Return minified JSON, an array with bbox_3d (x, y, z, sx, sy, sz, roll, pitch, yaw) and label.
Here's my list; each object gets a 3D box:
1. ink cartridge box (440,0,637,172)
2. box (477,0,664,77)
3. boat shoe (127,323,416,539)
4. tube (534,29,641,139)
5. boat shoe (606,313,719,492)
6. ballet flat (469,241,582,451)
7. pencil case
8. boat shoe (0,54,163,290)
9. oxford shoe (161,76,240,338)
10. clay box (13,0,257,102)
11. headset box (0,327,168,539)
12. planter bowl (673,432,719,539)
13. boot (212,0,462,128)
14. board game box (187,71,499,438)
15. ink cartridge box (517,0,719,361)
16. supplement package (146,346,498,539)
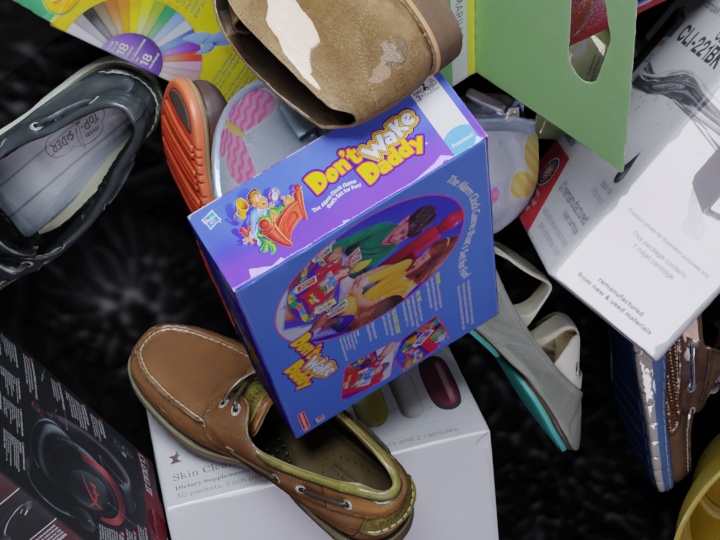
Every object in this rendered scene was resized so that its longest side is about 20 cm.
[{"bbox_3d":[0.039,-0.137,0.748,0.048,0.200,0.146,-31,143,-22],"label":"ink cartridge box"},{"bbox_3d":[0.126,-0.194,0.825,0.199,0.100,0.096,-27,153,-20],"label":"box"},{"bbox_3d":[-0.051,0.080,0.932,0.072,0.199,0.068,-53,161,-24],"label":"boat shoe"},{"bbox_3d":[0.204,-0.097,0.991,0.198,0.059,0.052,11,161,-16],"label":"tube"},{"bbox_3d":[0.205,0.059,1.071,0.072,0.072,0.201,-18,125,-6],"label":"boat shoe"},{"bbox_3d":[0.105,0.040,1.036,0.064,0.067,0.200,-39,124,2],"label":"ballet flat"},{"bbox_3d":[0.013,-0.059,0.879,0.090,0.084,0.199,-28,164,39],"label":"pencil case"},{"bbox_3d":[-0.187,-0.035,0.898,0.199,0.066,0.075,-36,115,8],"label":"boat shoe"},{"bbox_3d":[-0.062,-0.042,0.924,0.072,0.071,0.201,-24,145,-8],"label":"oxford shoe"},{"bbox_3d":[-0.077,-0.154,0.869,0.199,0.048,0.115,25,114,-27],"label":"clay box"},{"bbox_3d":[-0.188,0.134,0.959,0.075,0.149,0.200,-36,124,9],"label":"headset box"},{"bbox_3d":[0.296,0.158,1.153,0.198,0.084,0.202,-7,124,-11],"label":"planter bowl"},{"bbox_3d":[-0.047,-0.149,0.720,0.075,0.074,0.200,-40,85,-15],"label":"boot"},{"bbox_3d":[0.000,0.000,0.814,0.134,0.045,0.200,-31,156,-8],"label":"board game box"},{"bbox_3d":[0.184,-0.072,0.897,0.084,0.144,0.200,38,102,-15],"label":"ink cartridge box"},{"bbox_3d":[-0.022,0.148,1.038,0.198,0.111,0.157,-13,125,-8],"label":"supplement package"}]
